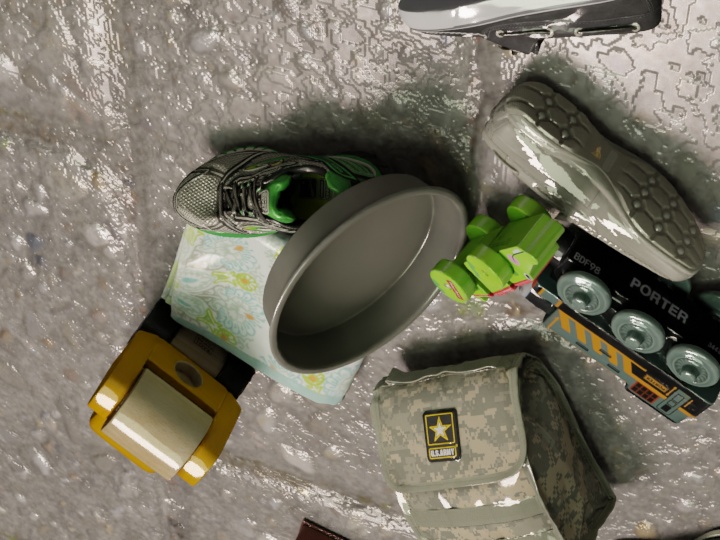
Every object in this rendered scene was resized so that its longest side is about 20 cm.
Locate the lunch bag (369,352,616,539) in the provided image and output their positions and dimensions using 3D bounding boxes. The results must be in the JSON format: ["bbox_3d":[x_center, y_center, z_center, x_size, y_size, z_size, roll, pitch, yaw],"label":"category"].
[{"bbox_3d":[0.111,0.170,1.533,0.163,0.118,0.201,-12,117,37],"label":"lunch bag"}]

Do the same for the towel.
[{"bbox_3d":[-0.079,0.022,1.552,0.198,0.048,0.172,28,138,4],"label":"towel"}]

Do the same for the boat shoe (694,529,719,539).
[{"bbox_3d":[0.305,0.284,1.565,0.198,0.062,0.073,-10,124,36],"label":"boat shoe"}]

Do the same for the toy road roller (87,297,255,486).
[{"bbox_3d":[-0.196,0.138,1.617,0.122,0.200,0.146,37,115,-8],"label":"toy road roller"}]

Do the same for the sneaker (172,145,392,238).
[{"bbox_3d":[-0.075,-0.067,1.426,0.198,0.085,0.079,-5,94,28],"label":"sneaker"}]

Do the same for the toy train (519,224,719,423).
[{"bbox_3d":[0.220,0.042,1.380,0.199,0.086,0.114,33,147,-2],"label":"toy train"}]

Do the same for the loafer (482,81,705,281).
[{"bbox_3d":[0.180,-0.062,1.317,0.200,0.070,0.070,43,142,-1],"label":"loafer"}]

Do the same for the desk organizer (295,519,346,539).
[{"bbox_3d":[0.008,0.349,1.782,0.198,0.077,0.072,25,137,7],"label":"desk organizer"}]

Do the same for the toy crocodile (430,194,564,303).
[{"bbox_3d":[0.112,-0.009,1.357,0.062,0.068,0.200,43,161,-8],"label":"toy crocodile"}]

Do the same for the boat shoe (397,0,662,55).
[{"bbox_3d":[0.124,-0.187,1.235,0.198,0.070,0.067,-7,124,25],"label":"boat shoe"}]

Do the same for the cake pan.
[{"bbox_3d":[0.000,0.000,1.397,0.037,0.199,0.201,48,145,30],"label":"cake pan"}]
